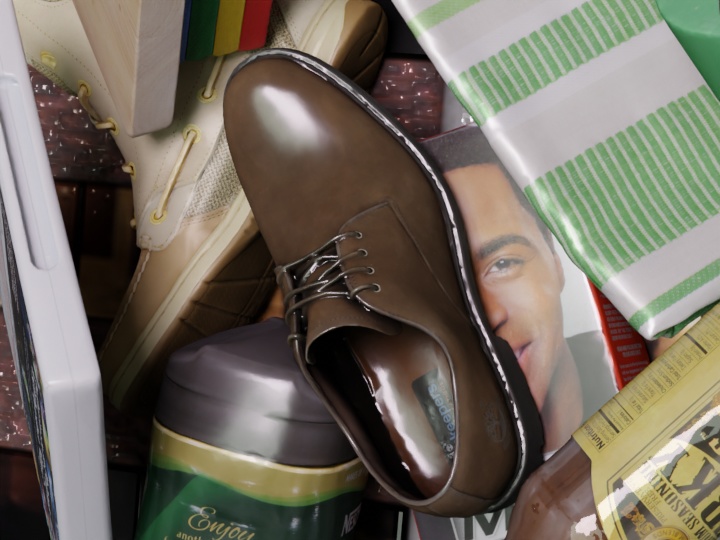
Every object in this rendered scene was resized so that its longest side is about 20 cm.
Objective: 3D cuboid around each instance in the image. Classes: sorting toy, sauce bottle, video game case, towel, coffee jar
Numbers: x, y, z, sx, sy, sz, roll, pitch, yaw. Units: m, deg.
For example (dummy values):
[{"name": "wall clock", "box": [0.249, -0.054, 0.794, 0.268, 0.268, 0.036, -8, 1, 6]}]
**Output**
[{"name": "sorting toy", "box": [-0.083, -0.192, 0.761, 0.069, 0.199, 0.201, -15, 62, -18]}, {"name": "sauce bottle", "box": [0.103, 0.078, 0.723, 0.200, 0.065, 0.065, -43, 76, 4]}, {"name": "video game case", "box": [-0.125, 0.020, 0.789, 0.023, 0.201, 0.183, -10, 58, -12]}, {"name": "towel", "box": [0.111, -0.088, 0.768, 0.152, 0.023, 0.201, -30, 78, -12]}, {"name": "coffee jar", "box": [-0.049, 0.122, 0.817, 0.085, 0.104, 0.202, 14, 101, 14]}]

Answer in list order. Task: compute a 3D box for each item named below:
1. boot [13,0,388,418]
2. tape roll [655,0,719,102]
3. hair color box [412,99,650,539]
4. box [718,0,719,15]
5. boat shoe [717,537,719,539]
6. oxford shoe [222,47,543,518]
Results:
[{"name": "boot", "box": [-0.098, -0.055, 0.855, 0.155, 0.073, 0.201, 29, 94, 17]}, {"name": "tape roll", "box": [0.195, -0.129, 0.674, 0.200, 0.201, 0.048, -32, 113, 19]}, {"name": "hair color box", "box": [0.062, 0.043, 0.803, 0.101, 0.061, 0.201, -19, 83, 21]}, {"name": "box", "box": [0.196, -0.025, 0.559, 0.100, 0.075, 0.200, -35, 96, 18]}, {"name": "boat shoe", "box": [0.164, 0.165, 0.754, 0.066, 0.074, 0.201, -28, 81, 10]}, {"name": "oxford shoe", "box": [0.000, 0.000, 0.751, 0.073, 0.084, 0.201, -36, 76, 21]}]
